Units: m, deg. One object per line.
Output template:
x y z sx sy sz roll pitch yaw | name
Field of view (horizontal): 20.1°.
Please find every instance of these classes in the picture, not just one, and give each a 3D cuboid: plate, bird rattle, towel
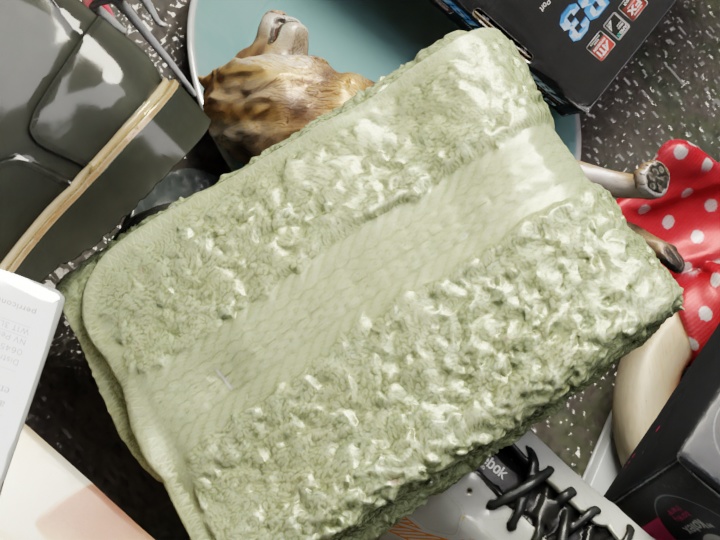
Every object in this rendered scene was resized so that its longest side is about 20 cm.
0.010 -0.081 0.931 0.199 0.026 0.202 12 61 -22 | plate
0.179 0.045 0.902 0.199 0.113 0.164 33 71 -11 | bird rattle
0.002 0.012 0.732 0.199 0.037 0.149 -32 73 -6 | towel

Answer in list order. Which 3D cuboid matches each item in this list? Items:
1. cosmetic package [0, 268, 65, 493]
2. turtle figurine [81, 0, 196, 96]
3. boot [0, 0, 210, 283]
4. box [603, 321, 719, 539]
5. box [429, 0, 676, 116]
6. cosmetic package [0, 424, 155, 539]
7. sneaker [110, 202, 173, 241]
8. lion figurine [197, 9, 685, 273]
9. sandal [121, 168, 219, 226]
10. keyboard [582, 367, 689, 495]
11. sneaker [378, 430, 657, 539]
-0.158 0.097 0.584 0.081 0.113 0.201 18 70 -11 | cosmetic package
-0.173 -0.099 0.804 0.200 0.101 0.150 37 95 -19 | turtle figurine
-0.172 -0.035 0.741 0.200 0.077 0.138 -45 100 -11 | boot
0.198 0.038 0.802 0.106 0.122 0.200 36 71 3 | box
0.086 -0.209 0.925 0.198 0.050 0.200 39 87 -11 | box
-0.097 0.147 0.709 0.200 0.103 0.087 43 55 -3 | cosmetic package
0.000 0.000 0.795 0.198 0.084 0.077 8 54 -12 | sneaker
0.033 -0.040 0.858 0.199 0.122 0.073 31 69 -30 | lion figurine
-0.017 0.034 0.842 0.200 0.048 0.075 42 54 -2 | sandal
0.141 0.072 0.931 0.056 0.011 0.201 37 54 -12 | keyboard
0.061 0.102 0.754 0.199 0.080 0.074 27 55 12 | sneaker
